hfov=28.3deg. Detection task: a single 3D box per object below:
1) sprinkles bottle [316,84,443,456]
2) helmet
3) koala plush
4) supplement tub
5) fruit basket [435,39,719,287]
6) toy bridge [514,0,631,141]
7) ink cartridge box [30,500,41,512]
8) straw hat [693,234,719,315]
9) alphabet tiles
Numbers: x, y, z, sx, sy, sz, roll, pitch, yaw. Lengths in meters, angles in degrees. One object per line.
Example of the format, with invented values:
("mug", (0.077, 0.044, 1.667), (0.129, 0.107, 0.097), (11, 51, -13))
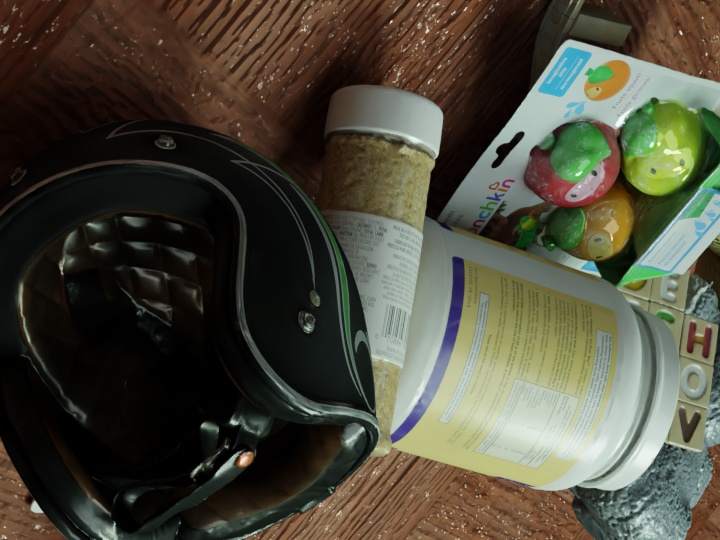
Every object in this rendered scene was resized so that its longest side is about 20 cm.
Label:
("sprinkles bottle", (0.000, 0.000, 0.810), (0.068, 0.067, 0.203), (26, 71, -57))
("helmet", (-0.092, 0.025, 0.698), (0.198, 0.192, 0.201), (-23, 156, -11))
("koala plush", (0.246, 0.119, 1.148), (0.199, 0.178, 0.184), (-39, -169, -5))
("supplement tub", (0.091, 0.059, 0.927), (0.198, 0.146, 0.147), (18, 113, -21))
("fruit basket", (0.163, -0.059, 0.954), (0.198, 0.094, 0.186), (4, 135, -38))
("toy bridge", (0.149, -0.164, 0.943), (0.067, 0.027, 0.202), (0, 124, -47))
("ink cartridge box", (-0.098, 0.091, 0.871), (0.201, 0.067, 0.115), (-56, 147, 10))
("straw hat", (0.315, -0.059, 1.187), (0.085, 0.201, 0.202), (32, 100, -18))
("alphabet tiles", (0.178, 0.062, 1.052), (0.198, 0.008, 0.169), (17, 74, -22))
